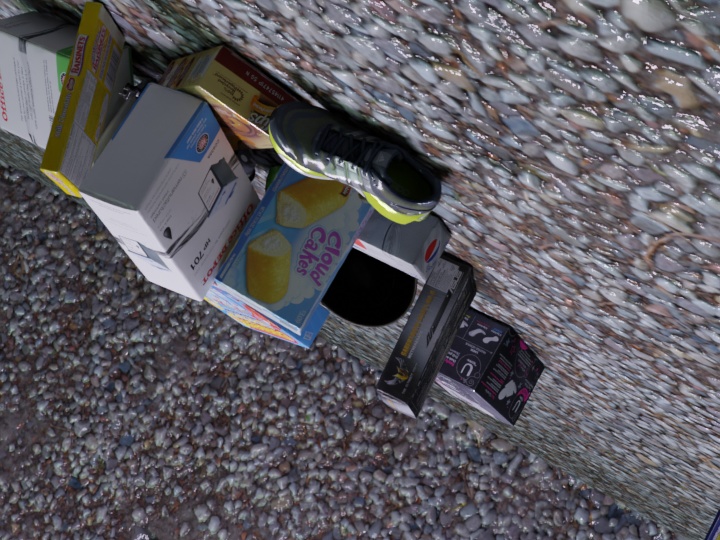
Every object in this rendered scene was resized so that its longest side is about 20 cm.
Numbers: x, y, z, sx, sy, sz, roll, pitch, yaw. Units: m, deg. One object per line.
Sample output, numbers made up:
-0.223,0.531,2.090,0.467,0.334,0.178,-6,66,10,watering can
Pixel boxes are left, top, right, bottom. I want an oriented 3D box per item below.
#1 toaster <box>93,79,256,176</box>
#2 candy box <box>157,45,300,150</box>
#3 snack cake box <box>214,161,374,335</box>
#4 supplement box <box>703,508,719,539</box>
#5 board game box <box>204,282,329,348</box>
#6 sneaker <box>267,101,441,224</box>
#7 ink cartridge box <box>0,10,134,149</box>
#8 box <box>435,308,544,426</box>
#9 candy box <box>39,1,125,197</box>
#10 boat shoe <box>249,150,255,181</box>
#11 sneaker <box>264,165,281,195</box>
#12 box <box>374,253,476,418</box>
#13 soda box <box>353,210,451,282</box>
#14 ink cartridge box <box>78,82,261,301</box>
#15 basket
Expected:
-0.235,-0.138,1.505,0.200,0.129,0.114,19,-146,-44,toaster
-0.148,-0.185,1.370,0.115,0.055,0.200,35,171,-22,candy box
-0.067,-0.041,1.434,0.115,0.201,0.067,30,171,3,snack cake box
0.742,0.538,2.329,0.199,0.109,0.110,28,171,16,supplement box
-0.168,0.014,1.615,0.196,0.056,0.200,37,167,-29,board game box
0.001,-0.116,1.261,0.199,0.074,0.081,25,166,-15,sneaker
-0.377,-0.231,1.573,0.199,0.084,0.147,25,128,35,ink cartridge box
0.182,0.145,1.949,0.132,0.115,0.200,25,169,31,box
-0.313,-0.192,1.418,0.026,0.201,0.102,11,169,9,candy box
-0.233,-0.170,1.693,0.201,0.072,0.060,25,166,11,boat shoe
-0.090,-0.093,1.717,0.083,0.077,0.200,2,169,-6,sneaker
0.090,0.091,1.666,0.048,0.201,0.158,24,172,12,box
0.006,-0.062,1.519,0.199,0.068,0.063,27,171,26,soda box
-0.202,-0.082,1.363,0.086,0.147,0.200,19,158,25,ink cartridge box
0.000,0.000,1.685,0.181,0.136,0.200,53,178,6,basket
